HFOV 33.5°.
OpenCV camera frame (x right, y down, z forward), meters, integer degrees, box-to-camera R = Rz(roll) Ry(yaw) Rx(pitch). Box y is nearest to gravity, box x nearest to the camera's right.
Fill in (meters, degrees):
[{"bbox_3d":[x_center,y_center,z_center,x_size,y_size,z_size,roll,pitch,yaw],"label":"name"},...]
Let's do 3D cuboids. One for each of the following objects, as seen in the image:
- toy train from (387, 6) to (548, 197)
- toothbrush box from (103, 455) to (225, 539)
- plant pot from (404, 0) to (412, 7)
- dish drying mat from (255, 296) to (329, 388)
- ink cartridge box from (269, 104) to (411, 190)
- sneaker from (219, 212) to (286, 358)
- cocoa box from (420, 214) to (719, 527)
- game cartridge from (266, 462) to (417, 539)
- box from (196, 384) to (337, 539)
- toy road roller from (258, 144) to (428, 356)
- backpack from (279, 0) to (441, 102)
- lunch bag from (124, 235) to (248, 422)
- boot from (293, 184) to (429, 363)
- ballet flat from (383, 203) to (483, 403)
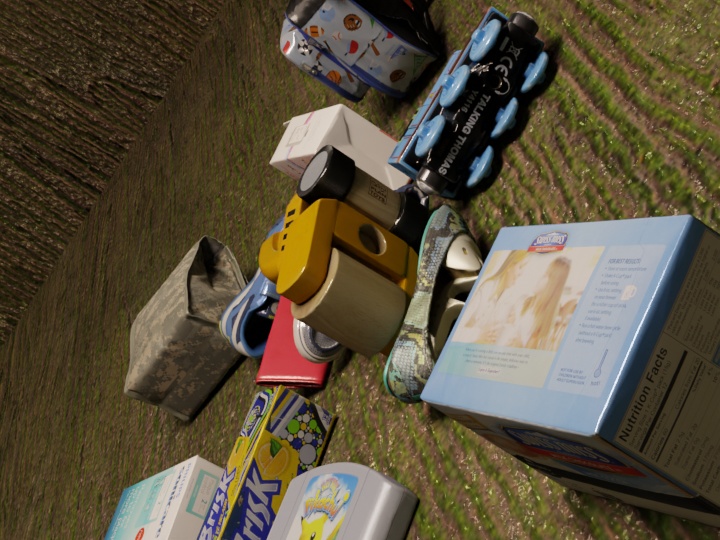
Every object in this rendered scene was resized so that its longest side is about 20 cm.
[{"bbox_3d":[0.107,-0.164,1.185,0.201,0.086,0.114,-60,15,-2],"label":"toy train"},{"bbox_3d":[-0.205,0.297,1.271,0.200,0.085,0.147,-29,36,51],"label":"toothbrush box"},{"bbox_3d":[-0.010,-0.437,1.638,0.201,0.195,0.201,-47,24,29],"label":"plant pot"},{"bbox_3d":[-0.055,0.044,1.313,0.076,0.018,0.201,1,51,16],"label":"dish drying mat"},{"bbox_3d":[-0.027,-0.127,1.393,0.068,0.116,0.200,-63,20,-9],"label":"ink cartridge box"},{"bbox_3d":[-0.093,0.019,1.416,0.201,0.074,0.082,-61,24,12],"label":"sneaker"},{"bbox_3d":[0.153,0.056,0.710,0.134,0.131,0.200,-63,21,-11],"label":"cocoa box"},{"bbox_3d":[-0.028,0.231,1.027,0.200,0.040,0.134,-19,41,60],"label":"game cartridge"},{"bbox_3d":[-0.097,0.217,1.151,0.064,0.070,0.201,-27,38,58],"label":"box"},{"bbox_3d":[-0.028,0.000,1.112,0.146,0.123,0.201,-40,30,38],"label":"toy road roller"},{"bbox_3d":[0.000,-0.292,1.453,0.154,0.190,0.200,-53,17,30],"label":"backpack"},{"bbox_3d":[-0.225,0.068,1.581,0.164,0.117,0.201,-50,27,26],"label":"lunch bag"},{"bbox_3d":[0.000,0.000,1.216,0.201,0.072,0.090,-65,16,-16],"label":"boot"},{"bbox_3d":[0.079,0.026,1.035,0.074,0.074,0.201,-30,37,52],"label":"ballet flat"}]
